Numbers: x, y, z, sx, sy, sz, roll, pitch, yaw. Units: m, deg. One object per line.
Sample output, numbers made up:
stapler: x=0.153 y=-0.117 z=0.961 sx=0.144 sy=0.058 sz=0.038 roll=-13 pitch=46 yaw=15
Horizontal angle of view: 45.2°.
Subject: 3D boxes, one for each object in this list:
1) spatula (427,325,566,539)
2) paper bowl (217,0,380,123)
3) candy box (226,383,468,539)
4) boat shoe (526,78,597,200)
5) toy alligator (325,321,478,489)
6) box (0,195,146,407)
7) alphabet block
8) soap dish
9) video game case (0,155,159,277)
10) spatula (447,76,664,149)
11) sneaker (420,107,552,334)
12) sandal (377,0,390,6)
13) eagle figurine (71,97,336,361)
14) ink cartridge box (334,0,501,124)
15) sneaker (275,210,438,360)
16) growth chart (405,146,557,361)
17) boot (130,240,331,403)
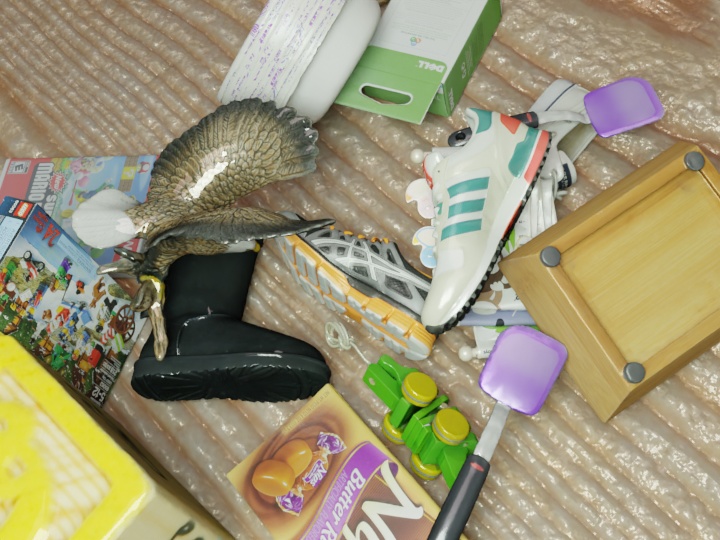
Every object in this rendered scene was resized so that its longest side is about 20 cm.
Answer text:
spatula: x=0.098 y=0.133 z=0.669 sx=0.056 sy=0.021 sz=0.202 roll=27 pitch=66 yaw=8
paper bowl: x=-0.053 y=-0.232 z=0.875 sx=0.103 sy=0.200 sz=0.203 roll=31 pitch=69 yaw=-10
candy box: x=-0.003 y=0.205 z=0.698 sx=0.116 sy=0.057 sz=0.200 roll=-40 pitch=63 yaw=-11
boat shoe: x=0.169 y=-0.097 z=0.816 sx=0.069 sy=0.071 sz=0.200 roll=29 pitch=65 yaw=28
toy alligator: x=0.045 y=0.110 z=0.742 sx=0.054 sy=0.060 sz=0.200 roll=-12 pitch=50 yaw=-42
box: x=-0.274 y=0.049 z=0.759 sx=0.037 sy=0.201 sz=0.138 roll=11 pitch=65 yaw=23
alphabet block: x=-0.242 y=0.207 z=0.667 sx=0.195 sy=0.201 sz=0.196 roll=33 pitch=73 yaw=26
soap dish: x=0.238 y=0.003 z=0.712 sx=0.198 sy=0.081 sz=0.159 roll=-33 pitch=81 yaw=-6
video game case: x=-0.314 y=-0.060 z=0.934 sx=0.196 sy=0.018 sz=0.145 roll=0 pitch=62 yaw=13
spatula: x=0.175 y=-0.139 z=0.792 sx=0.196 sy=0.021 sz=0.057 roll=-11 pitch=60 yaw=-5
sneaker: x=0.082 y=-0.047 z=0.725 sx=0.092 sy=0.070 sz=0.202 roll=27 pitch=78 yaw=9
sandal: x=-0.018 y=-0.333 z=0.983 sx=0.211 sy=0.070 sz=0.078 roll=-38 pitch=61 yaw=-9
eagle figurine: x=-0.127 y=-0.048 z=0.740 sx=0.199 sy=0.151 sz=0.153 roll=-38 pitch=86 yaw=28
ink cartridge box: x=0.064 y=-0.226 z=0.912 sx=0.102 sy=0.060 sz=0.202 roll=19 pitch=68 yaw=22
sneaker: x=0.000 y=0.000 z=0.800 sx=0.199 sy=0.079 sz=0.077 roll=35 pitch=72 yaw=17
growth chart: x=0.119 y=-0.019 z=0.761 sx=0.142 sy=0.018 sz=0.204 roll=-10 pitch=82 yaw=-6
boot: x=-0.119 y=0.037 z=0.811 sx=0.195 sy=0.074 sz=0.165 roll=-2 pitch=56 yaw=10
